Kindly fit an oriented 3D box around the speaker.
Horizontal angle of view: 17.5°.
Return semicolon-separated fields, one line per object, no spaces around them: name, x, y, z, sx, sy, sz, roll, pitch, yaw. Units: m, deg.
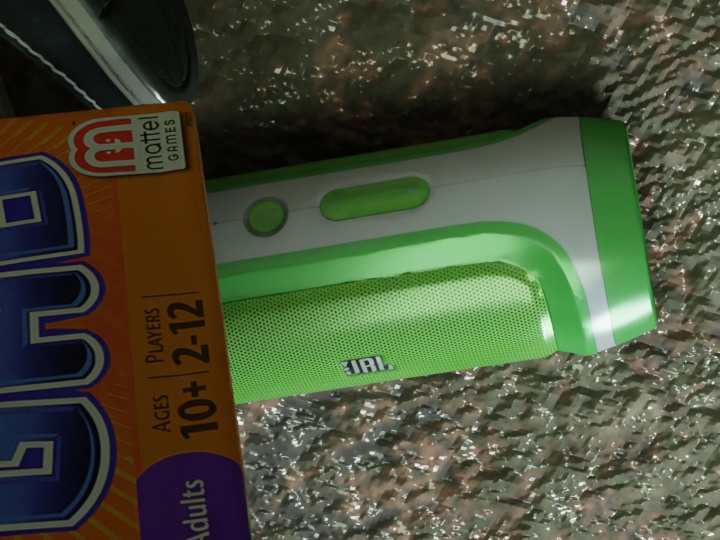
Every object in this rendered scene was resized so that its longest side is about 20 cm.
speaker;0.000;0.000;0.822;0.199;0.089;0.089;-9;130;7

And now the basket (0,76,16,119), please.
basket;-0.162;0.038;0.823;0.123;0.136;0.201;-11;129;4

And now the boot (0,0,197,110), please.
boot;-0.163;-0.101;0.746;0.153;0.074;0.204;-29;118;25

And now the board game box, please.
board game box;-0.129;0.098;0.662;0.199;0.200;0.201;-6;127;-4
